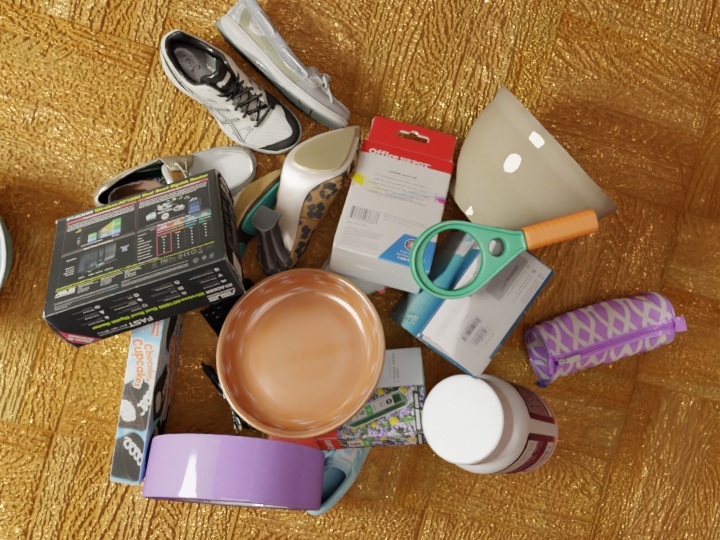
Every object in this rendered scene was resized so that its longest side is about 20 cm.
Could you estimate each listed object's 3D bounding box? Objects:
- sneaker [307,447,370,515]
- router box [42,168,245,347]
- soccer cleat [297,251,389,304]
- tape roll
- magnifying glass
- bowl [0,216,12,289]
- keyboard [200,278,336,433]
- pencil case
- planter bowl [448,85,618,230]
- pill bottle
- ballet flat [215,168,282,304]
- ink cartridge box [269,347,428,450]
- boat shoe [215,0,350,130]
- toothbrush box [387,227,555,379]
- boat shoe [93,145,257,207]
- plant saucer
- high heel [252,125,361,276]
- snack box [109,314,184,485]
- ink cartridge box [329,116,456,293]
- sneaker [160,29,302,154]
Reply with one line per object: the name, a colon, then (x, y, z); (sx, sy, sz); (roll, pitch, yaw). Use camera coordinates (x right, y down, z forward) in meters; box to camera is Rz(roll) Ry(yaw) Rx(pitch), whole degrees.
sneaker: (-0.013, 0.225, 0.795); (0.074, 0.082, 0.200); (26, 89, -9)
router box: (-0.234, -0.017, 0.682); (0.200, 0.150, 0.062); (-17, 139, 1)
soccer cleat: (0.000, 0.000, 0.795); (0.200, 0.069, 0.078); (-27, 93, -3)
tape roll: (-0.143, 0.236, 0.715); (0.200, 0.200, 0.066); (8, 67, -8)
magnifying glass: (0.147, -0.026, 0.635); (0.200, 0.022, 0.080); (-16, 94, -7)
bowl: (-0.489, -0.020, 0.707); (0.200, 0.105, 0.201); (0, 93, -8)
keyboard: (-0.131, 0.115, 0.763); (0.127, 0.021, 0.200); (-40, 68, -7)
pencil case: (0.320, 0.088, 0.833); (0.200, 0.085, 0.084); (-18, 94, -7)
planter bowl: (0.195, -0.106, 0.766); (0.200, 0.200, 0.135); (44, 111, -8)
pill bottle: (0.159, 0.187, 0.749); (0.114, 0.200, 0.114); (-11, 69, 29)
ballet flat: (-0.160, -0.052, 0.773); (0.063, 0.069, 0.200); (31, 86, 14)
ink cartridge box: (-0.019, 0.161, 0.765); (0.200, 0.050, 0.109); (-5, 60, 5)
boat shoe: (-0.086, -0.254, 0.768); (0.202, 0.074, 0.065); (42, 91, -1)
toothbrush box: (0.121, 0.031, 0.745); (0.085, 0.200, 0.147); (37, 87, -7)
boat shoe: (-0.222, -0.104, 0.757); (0.200, 0.068, 0.075); (-20, 96, -6)
plant saucer: (-0.069, 0.096, 0.730); (0.200, 0.037, 0.200); (-3, 69, 7)
high heel: (-0.063, -0.084, 0.779); (0.071, 0.143, 0.200); (33, 66, 15)
snack box: (-0.250, 0.136, 0.741); (0.037, 0.116, 0.200); (9, 92, -5)
ink cartridge box: (0.043, -0.084, 0.764); (0.116, 0.067, 0.200); (15, 63, 1)
sneaker: (-0.160, -0.212, 0.751); (0.200, 0.088, 0.076); (33, 86, -10)
